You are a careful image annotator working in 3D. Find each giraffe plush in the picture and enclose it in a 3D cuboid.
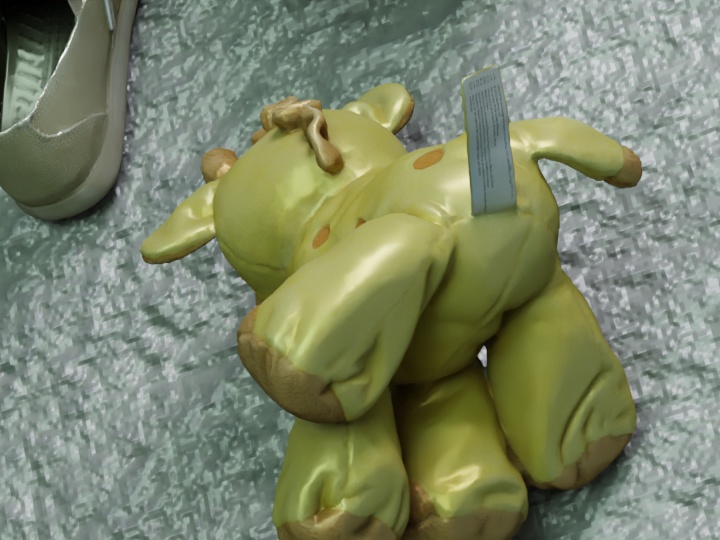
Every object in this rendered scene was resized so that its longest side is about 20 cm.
[{"bbox_3d":[0.000,0.000,1.107,0.162,0.172,0.200,26,114,52],"label":"giraffe plush"}]

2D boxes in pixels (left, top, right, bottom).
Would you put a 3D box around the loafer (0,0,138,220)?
[{"bbox_3d":[-0.139,-0.124,1.249,0.076,0.068,0.200,-12,68,20],"label":"loafer"}]
